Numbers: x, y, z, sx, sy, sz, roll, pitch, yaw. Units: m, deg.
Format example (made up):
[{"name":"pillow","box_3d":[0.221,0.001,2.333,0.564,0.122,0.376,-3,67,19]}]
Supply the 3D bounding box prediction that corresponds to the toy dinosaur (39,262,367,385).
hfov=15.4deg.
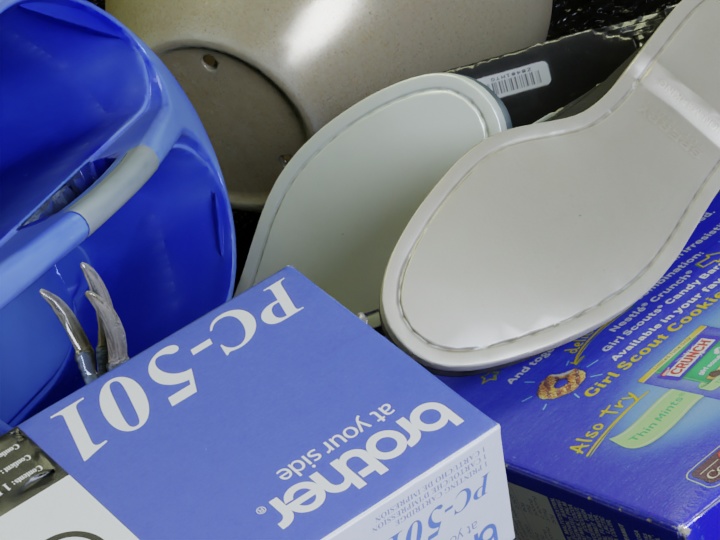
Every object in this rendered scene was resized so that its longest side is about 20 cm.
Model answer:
[{"name":"toy dinosaur","box_3d":[-0.081,0.072,0.830,0.105,0.181,0.200,43,109,43]}]

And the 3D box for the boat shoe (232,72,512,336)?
[{"name":"boat shoe","box_3d":[0.000,0.000,0.979,0.062,0.073,0.200,-29,-23,-54]}]

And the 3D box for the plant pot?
[{"name":"plant pot","box_3d":[-0.032,-0.103,1.160,0.200,0.200,0.135,-7,36,34]}]

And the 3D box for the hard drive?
[{"name":"hard drive","box_3d":[0.112,-0.080,1.074,0.140,0.038,0.200,-15,2,18]}]

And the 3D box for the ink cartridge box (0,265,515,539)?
[{"name":"ink cartridge box","box_3d":[-0.068,0.081,0.668,0.200,0.044,0.094,-31,43,-24]}]

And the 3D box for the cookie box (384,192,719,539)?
[{"name":"cookie box","box_3d":[0.112,0.040,0.875,0.171,0.075,0.200,-35,26,-23]}]

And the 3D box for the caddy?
[{"name":"caddy","box_3d":[-0.117,-0.012,0.912,0.105,0.141,0.200,-22,16,32]}]

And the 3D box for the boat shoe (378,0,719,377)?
[{"name":"boat shoe","box_3d":[0.077,-0.022,0.895,0.200,0.073,0.063,-41,-8,-29]}]
